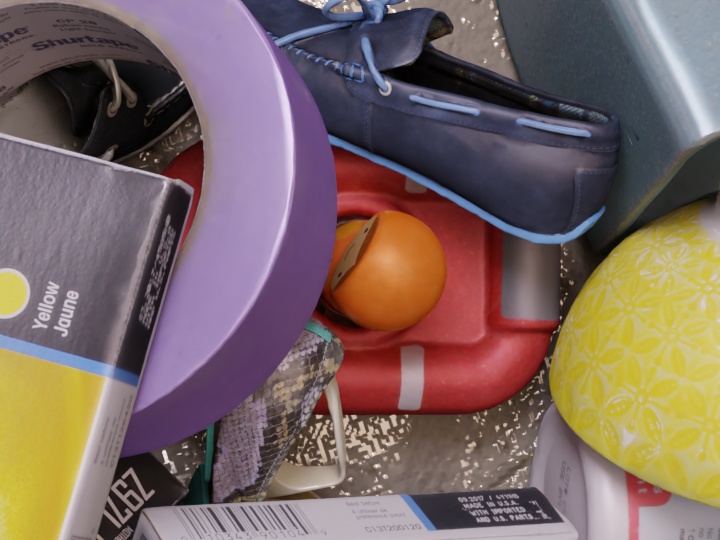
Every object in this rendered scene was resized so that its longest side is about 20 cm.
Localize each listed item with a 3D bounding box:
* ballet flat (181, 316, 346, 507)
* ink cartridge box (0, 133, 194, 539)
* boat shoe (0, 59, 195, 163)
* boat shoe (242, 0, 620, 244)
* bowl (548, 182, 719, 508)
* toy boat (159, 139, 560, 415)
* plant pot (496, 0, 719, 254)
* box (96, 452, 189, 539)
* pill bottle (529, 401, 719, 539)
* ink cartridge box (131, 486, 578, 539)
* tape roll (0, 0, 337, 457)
[{"bbox_3d":[-0.043,0.094,0.947,0.072,0.072,0.200,4,132,-12],"label":"ballet flat"},{"bbox_3d":[-0.180,0.039,0.788,0.200,0.047,0.198,14,85,11],"label":"ink cartridge box"},{"bbox_3d":[-0.134,-0.072,0.981,0.200,0.060,0.076,-37,95,-11],"label":"boat shoe"},{"bbox_3d":[0.023,-0.087,0.958,0.200,0.084,0.069,25,122,5],"label":"boat shoe"},{"bbox_3d":[0.188,0.015,0.968,0.200,0.200,0.108,1,115,-12],"label":"bowl"},{"bbox_3d":[0.000,0.000,0.974,0.200,0.131,0.131,0,89,-12],"label":"toy boat"},{"bbox_3d":[0.159,-0.155,0.986,0.196,0.196,0.200,-26,82,-11],"label":"plant pot"},{"bbox_3d":[-0.200,0.112,0.908,0.164,0.086,0.200,42,60,3],"label":"box"},{"bbox_3d":[0.186,0.108,1.024,0.200,0.109,0.109,-1,90,-13],"label":"pill bottle"},{"bbox_3d":[-0.025,0.185,0.961,0.198,0.043,0.200,1,122,-32],"label":"ink cartridge box"},{"bbox_3d":[-0.114,-0.030,0.853,0.200,0.085,0.200,-2,79,9],"label":"tape roll"}]
